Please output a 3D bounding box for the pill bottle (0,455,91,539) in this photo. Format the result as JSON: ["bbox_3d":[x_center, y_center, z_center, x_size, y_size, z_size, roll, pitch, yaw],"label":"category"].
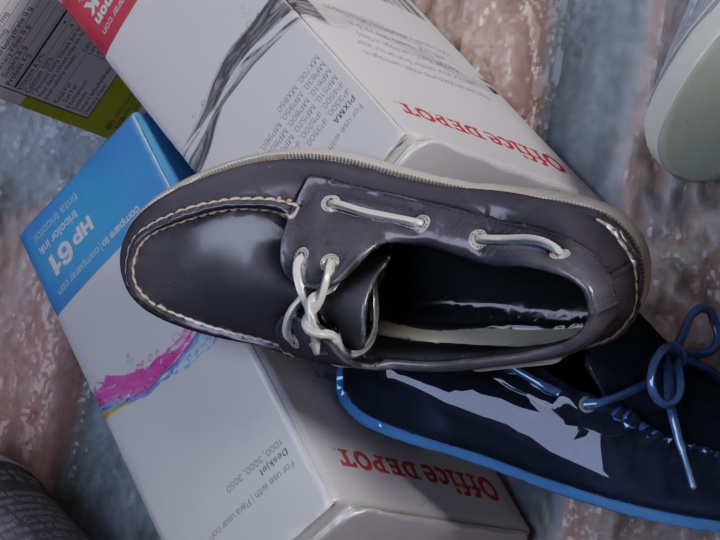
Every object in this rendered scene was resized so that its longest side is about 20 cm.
[{"bbox_3d":[-0.172,0.157,0.953,0.200,0.113,0.114,40,104,36],"label":"pill bottle"}]

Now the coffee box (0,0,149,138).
[{"bbox_3d":[-0.159,-0.212,0.974,0.201,0.197,0.200,-54,54,14],"label":"coffee box"}]

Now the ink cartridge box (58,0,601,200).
[{"bbox_3d":[-0.014,-0.071,0.865,0.083,0.146,0.200,-52,54,18],"label":"ink cartridge box"}]

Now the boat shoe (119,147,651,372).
[{"bbox_3d":[0.000,0.000,0.726,0.198,0.063,0.073,3,107,17],"label":"boat shoe"}]

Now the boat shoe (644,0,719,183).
[{"bbox_3d":[0.172,-0.127,0.798,0.202,0.070,0.072,-55,35,15],"label":"boat shoe"}]

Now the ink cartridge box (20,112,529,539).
[{"bbox_3d":[-0.036,0.048,0.855,0.085,0.144,0.201,-43,58,20],"label":"ink cartridge box"}]

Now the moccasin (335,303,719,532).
[{"bbox_3d":[0.088,0.045,0.763,0.198,0.081,0.069,13,107,6],"label":"moccasin"}]
